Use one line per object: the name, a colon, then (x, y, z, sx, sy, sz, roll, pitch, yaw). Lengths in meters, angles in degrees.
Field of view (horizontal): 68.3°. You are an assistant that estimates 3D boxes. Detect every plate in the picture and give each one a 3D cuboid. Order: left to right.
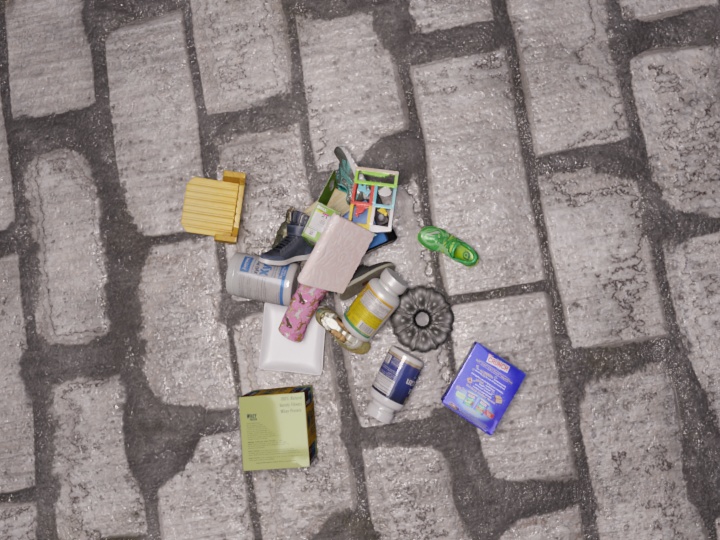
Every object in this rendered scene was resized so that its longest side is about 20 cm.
plate: (-0.202, 0.204, 1.606, 0.194, 0.032, 0.205, 5, 86, 5)

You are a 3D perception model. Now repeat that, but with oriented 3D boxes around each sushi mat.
sushi mat: (-0.079, -0.200, 1.607, 0.198, 0.012, 0.096, -38, 71, -7)

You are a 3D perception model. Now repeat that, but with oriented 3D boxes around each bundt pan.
bundt pan: (0.181, 0.142, 1.558, 0.196, 0.076, 0.208, 0, 86, 5)

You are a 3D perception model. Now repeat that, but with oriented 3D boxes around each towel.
towel: (-0.063, -0.041, 1.427, 0.032, 0.189, 0.203, 35, 100, 34)

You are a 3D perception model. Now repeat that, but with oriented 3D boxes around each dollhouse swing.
dollhouse swing: (-0.445, -0.196, 1.590, 0.171, 0.181, 0.206, 10, 87, -15)

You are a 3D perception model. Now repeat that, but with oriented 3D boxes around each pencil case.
pencil case: (-0.163, 0.108, 1.528, 0.085, 0.083, 0.203, 31, 106, 4)

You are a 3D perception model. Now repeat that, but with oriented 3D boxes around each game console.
game console: (-0.009, -0.127, 1.570, 0.196, 0.116, 0.180, -22, 85, 2)

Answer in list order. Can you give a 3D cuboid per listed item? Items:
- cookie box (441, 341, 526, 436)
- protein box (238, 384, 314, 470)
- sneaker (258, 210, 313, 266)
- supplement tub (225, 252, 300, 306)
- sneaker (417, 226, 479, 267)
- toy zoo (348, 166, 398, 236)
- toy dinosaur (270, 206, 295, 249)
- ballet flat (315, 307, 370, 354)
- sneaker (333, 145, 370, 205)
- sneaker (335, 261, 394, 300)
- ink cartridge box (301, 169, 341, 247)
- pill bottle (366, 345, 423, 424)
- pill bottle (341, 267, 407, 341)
cookie box: (0.353, 0.337, 1.531, 0.169, 0.075, 0.203, 32, 90, 6)
protein box: (-0.235, 0.452, 1.540, 0.193, 0.135, 0.206, -5, 86, 5)
sneaker: (-0.210, -0.095, 1.521, 0.076, 0.200, 0.150, 17, 110, 34)
supplement tub: (-0.285, 0.026, 1.574, 0.195, 0.132, 0.136, 10, 87, 4)
sneaker: (0.262, -0.076, 1.561, 0.196, 0.084, 0.076, 25, 89, 6)
toy zoo: (0.035, -0.189, 1.522, 0.128, 0.020, 0.206, 8, 85, 7)
toy dinosaur: (-0.232, -0.092, 1.622, 0.087, 0.047, 0.203, 32, 91, 16)
ballet flat: (-0.051, 0.181, 1.561, 0.199, 0.071, 0.071, 39, 90, -5)
sneaker: (-0.044, -0.283, 1.588, 0.090, 0.078, 0.203, -28, 69, 0)
sneaker: (0.000, 0.000, 1.584, 0.196, 0.076, 0.107, -23, 52, -16)
ink cartridge box: (-0.082, -0.159, 1.484, 0.074, 0.148, 0.204, 25, 84, 5)
pill bottle: (0.094, 0.331, 1.534, 0.109, 0.111, 0.204, 26, 89, 6)
pill bottle: (0.044, 0.096, 1.534, 0.112, 0.113, 0.201, 40, 104, 6)
